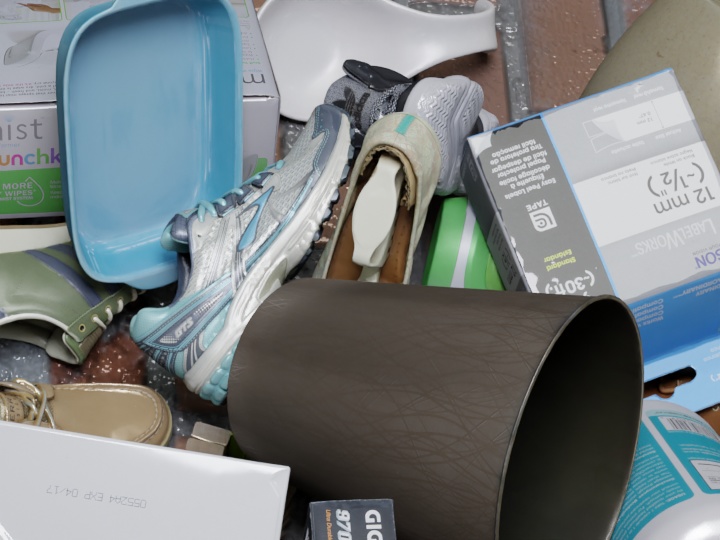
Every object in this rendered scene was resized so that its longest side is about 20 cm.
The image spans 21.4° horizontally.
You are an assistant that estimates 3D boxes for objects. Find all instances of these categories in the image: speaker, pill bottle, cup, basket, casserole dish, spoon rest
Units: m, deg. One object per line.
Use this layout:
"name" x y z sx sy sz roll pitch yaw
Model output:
"speaker" 0.142 0.011 1.248 0.198 0.089 0.089 13 52 -1
"pill bottle" 0.185 0.160 1.076 0.110 0.112 0.200 2 19 -9
"cup" 0.252 -0.125 1.299 0.198 0.144 0.201 10 33 -6
"basket" 0.035 0.082 1.051 0.199 0.182 0.136 14 6 36
"casserole dish" -0.130 -0.085 1.145 0.120 0.201 0.039 -18 35 -31
"spoon rest" 0.013 -0.164 1.358 0.198 0.100 0.061 -11 12 -22

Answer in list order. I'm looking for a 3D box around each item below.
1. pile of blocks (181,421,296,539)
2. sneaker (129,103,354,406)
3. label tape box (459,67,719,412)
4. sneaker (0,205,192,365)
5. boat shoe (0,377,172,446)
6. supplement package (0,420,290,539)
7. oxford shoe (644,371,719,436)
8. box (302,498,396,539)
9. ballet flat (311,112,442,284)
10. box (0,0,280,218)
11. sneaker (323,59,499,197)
"pile of blocks" -0.088 0.130 1.129 0.199 0.062 0.082 -35 66 -30
"sneaker" -0.071 -0.024 1.150 0.086 0.078 0.201 28 71 -4
"label tape box" 0.163 -0.007 1.176 0.142 0.066 0.201 -19 72 -9
"sneaker" -0.179 0.017 1.202 0.199 0.067 0.091 -7 74 -26
"boat shoe" -0.205 0.101 1.125 0.198 0.065 0.072 -14 57 -20
"supplement package" -0.148 0.171 1.023 0.198 0.111 0.157 9 79 -3
"oxford shoe" 0.206 0.088 1.213 0.198 0.071 0.072 -3 56 -11
"box" -0.009 0.237 0.978 0.046 0.201 0.160 0 52 -7
"ballet flat" 0.000 0.000 1.160 0.067 0.202 0.062 15 21 10
"box" -0.165 -0.128 1.263 0.198 0.097 0.177 -3 42 -14
"sneaker" 0.023 -0.098 1.260 0.113 0.200 0.076 19 90 13
